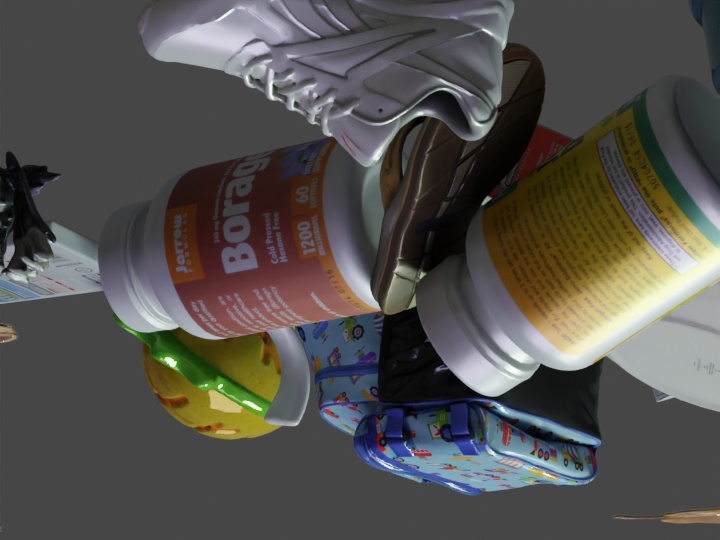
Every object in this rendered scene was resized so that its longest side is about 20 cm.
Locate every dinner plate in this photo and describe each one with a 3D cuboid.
[{"bbox_3d":[0.214,0.052,1.544,0.199,0.024,0.200,19,161,7],"label":"dinner plate"}]

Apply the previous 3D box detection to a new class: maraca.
[{"bbox_3d":[-0.116,0.067,1.895,0.137,0.107,0.200,36,-174,30],"label":"maraca"}]

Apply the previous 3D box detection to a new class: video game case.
[{"bbox_3d":[-0.278,0.000,1.813,0.199,0.018,0.143,-8,165,20],"label":"video game case"}]

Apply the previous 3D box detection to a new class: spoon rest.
[{"bbox_3d":[-0.106,0.029,1.778,0.200,0.061,0.099,45,155,-28],"label":"spoon rest"}]

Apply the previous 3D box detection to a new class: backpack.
[{"bbox_3d":[0.053,0.082,1.755,0.199,0.135,0.182,-6,161,35],"label":"backpack"}]

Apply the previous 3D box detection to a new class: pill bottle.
[{"bbox_3d":[0.132,-0.013,1.425,0.200,0.113,0.113,-36,150,26],"label":"pill bottle"},{"bbox_3d":[-0.064,-0.017,1.583,0.199,0.113,0.112,-11,163,31],"label":"pill bottle"}]

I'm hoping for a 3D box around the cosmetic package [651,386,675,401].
[{"bbox_3d":[0.318,0.046,1.895,0.199,0.051,0.082,-14,174,-26],"label":"cosmetic package"}]

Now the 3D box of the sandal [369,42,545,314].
[{"bbox_3d":[0.043,-0.057,1.452,0.080,0.054,0.201,-15,144,-34],"label":"sandal"}]

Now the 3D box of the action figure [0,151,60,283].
[{"bbox_3d":[-0.253,-0.031,1.535,0.118,0.103,0.200,-17,161,12],"label":"action figure"}]

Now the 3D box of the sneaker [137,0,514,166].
[{"bbox_3d":[-0.014,-0.104,1.277,0.199,0.100,0.078,1,165,-12],"label":"sneaker"}]

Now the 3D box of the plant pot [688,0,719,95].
[{"bbox_3d":[0.276,-0.058,1.301,0.199,0.197,0.200,-1,165,0],"label":"plant pot"}]

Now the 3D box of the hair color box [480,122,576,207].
[{"bbox_3d":[0.156,-0.021,1.542,0.199,0.062,0.102,24,160,1],"label":"hair color box"}]
